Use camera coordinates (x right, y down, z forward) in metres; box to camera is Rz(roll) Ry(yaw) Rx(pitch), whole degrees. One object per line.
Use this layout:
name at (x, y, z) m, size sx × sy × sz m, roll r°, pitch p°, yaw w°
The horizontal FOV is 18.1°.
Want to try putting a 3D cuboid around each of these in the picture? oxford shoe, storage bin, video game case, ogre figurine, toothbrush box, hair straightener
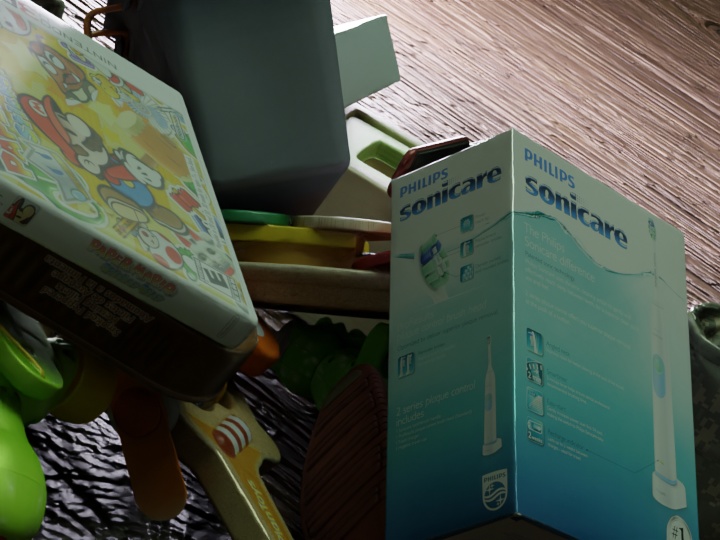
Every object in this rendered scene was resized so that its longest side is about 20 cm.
oxford shoe at (0.021, 0.135, 1.124) m, size 0.074 × 0.071 × 0.201 m, roll 24°, pitch 39°, yaw -32°
storage bin at (-0.075, -0.097, 1.246) m, size 0.145 × 0.135 × 0.200 m, roll -9°, pitch -9°, yaw -11°
video game case at (-0.138, -0.066, 1.037) m, size 0.182 × 0.023 × 0.200 m, roll 31°, pitch 23°, yaw -33°
ogre figurine at (0.021, 0.075, 1.247) m, size 0.120 × 0.098 × 0.200 m, roll 19°, pitch 30°, yaw -56°
toothbrush box at (0.089, 0.055, 1.103) m, size 0.146 × 0.085 × 0.201 m, roll 26°, pitch 55°, yaw -41°
hair straightener at (0.088, -0.051, 1.406) m, size 0.077 × 0.041 × 0.200 m, roll 34°, pitch 17°, yaw 17°

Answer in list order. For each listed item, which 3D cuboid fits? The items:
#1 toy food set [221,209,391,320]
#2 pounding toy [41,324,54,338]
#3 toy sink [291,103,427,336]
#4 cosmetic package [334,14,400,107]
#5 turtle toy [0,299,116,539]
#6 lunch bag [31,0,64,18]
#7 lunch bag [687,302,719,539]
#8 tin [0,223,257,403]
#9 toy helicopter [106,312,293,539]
toy food set at (0.000, 0.000, 1.241) m, size 0.199 × 0.049 × 0.198 m, roll 5°, pitch -2°, yaw 3°
pounding toy at (-0.268, -0.061, 1.165) m, size 0.199 × 0.143 × 0.184 m, roll 10°, pitch 9°, yaw -44°
toy sink at (0.035, -0.012, 1.447) m, size 0.199 × 0.112 × 0.130 m, roll 32°, pitch 21°, yaw 7°
cosmetic package at (-0.090, -0.115, 1.453) m, size 0.199 × 0.052 × 0.151 m, roll -10°, pitch 11°, yaw 20°
turtle toy at (-0.191, 0.046, 1.021) m, size 0.146 × 0.101 × 0.200 m, roll 35°, pitch 11°, yaw -48°
lunch bag at (-0.299, -0.195, 1.429) m, size 0.199 × 0.118 × 0.164 m, roll 24°, pitch 21°, yaw -22°
lunch bag at (0.224, 0.115, 1.313) m, size 0.199 × 0.164 × 0.118 m, roll 21°, pitch 26°, yaw -20°
tin at (-0.130, -0.013, 1.033) m, size 0.200 × 0.042 × 0.112 m, roll 33°, pitch 17°, yaw -28°
toy helicopter at (-0.072, 0.091, 1.102) m, size 0.200 × 0.079 × 0.132 m, roll 58°, pitch 14°, yaw 28°
